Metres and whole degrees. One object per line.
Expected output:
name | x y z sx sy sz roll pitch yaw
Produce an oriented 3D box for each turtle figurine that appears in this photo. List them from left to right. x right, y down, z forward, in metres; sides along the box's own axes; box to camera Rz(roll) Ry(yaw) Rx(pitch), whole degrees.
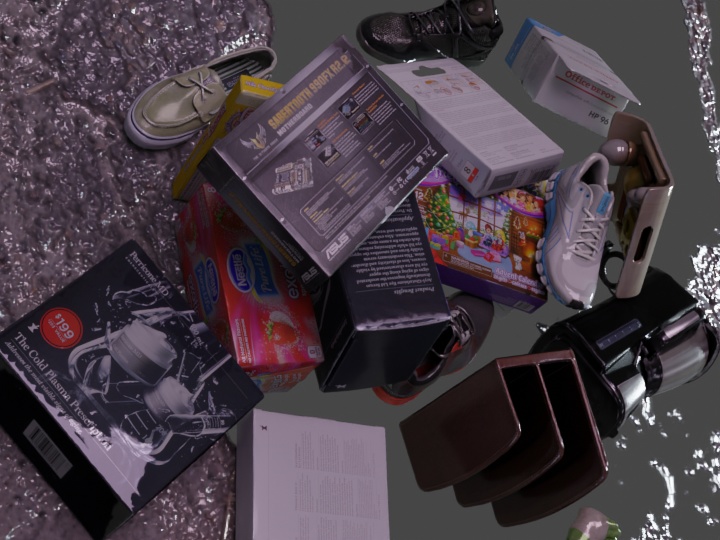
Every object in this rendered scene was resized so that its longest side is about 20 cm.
turtle figurine | 0.218 0.352 1.312 0.194 0.198 0.145 -43 125 -42

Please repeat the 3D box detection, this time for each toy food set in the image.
toy food set | 0.307 -0.080 1.507 0.060 0.145 0.201 8 32 -4

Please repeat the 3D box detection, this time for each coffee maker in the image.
coffee maker | 0.290 0.085 1.512 0.199 0.136 0.191 -22 43 -37

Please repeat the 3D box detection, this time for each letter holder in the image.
letter holder | 0.144 0.186 1.313 0.099 0.200 0.144 -4 68 -31

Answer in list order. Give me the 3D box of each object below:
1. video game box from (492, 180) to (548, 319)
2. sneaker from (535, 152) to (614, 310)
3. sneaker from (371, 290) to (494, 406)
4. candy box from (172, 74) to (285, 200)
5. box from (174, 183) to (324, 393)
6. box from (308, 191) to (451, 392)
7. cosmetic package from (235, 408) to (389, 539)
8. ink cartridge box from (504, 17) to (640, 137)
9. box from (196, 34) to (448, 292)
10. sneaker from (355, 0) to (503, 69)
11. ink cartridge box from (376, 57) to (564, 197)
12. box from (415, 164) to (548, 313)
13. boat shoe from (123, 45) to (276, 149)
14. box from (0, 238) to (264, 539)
video game box | 0.161 -0.071 1.551 0.182 0.047 0.200 46 53 -5
sneaker | 0.252 -0.052 1.461 0.074 0.087 0.202 20 55 -21
sneaker | 0.096 0.078 1.414 0.077 0.082 0.200 49 53 1
candy box | -0.114 -0.125 1.321 0.101 0.200 0.027 11 57 -25
box | -0.116 0.019 1.312 0.099 0.095 0.203 -1 67 -29
box | 0.000 0.000 1.297 0.103 0.148 0.202 -6 65 -20
cosmetic package | -0.047 0.247 1.265 0.149 0.052 0.203 13 61 -27
ink cartridge box | 0.265 -0.239 1.621 0.115 0.068 0.201 22 22 -18
box | -0.032 -0.103 1.209 0.159 0.048 0.200 46 58 -4
sneaker | 0.094 -0.307 1.591 0.197 0.114 0.077 1 63 -27
ink cartridge box | 0.123 -0.172 1.517 0.200 0.051 0.161 43 35 25
box | 0.123 -0.045 1.464 0.198 0.039 0.138 18 57 -21
boat shoe | -0.175 -0.199 1.409 0.199 0.062 0.072 -37 87 -36
box | -0.227 0.109 1.197 0.200 0.104 0.182 49 51 0
